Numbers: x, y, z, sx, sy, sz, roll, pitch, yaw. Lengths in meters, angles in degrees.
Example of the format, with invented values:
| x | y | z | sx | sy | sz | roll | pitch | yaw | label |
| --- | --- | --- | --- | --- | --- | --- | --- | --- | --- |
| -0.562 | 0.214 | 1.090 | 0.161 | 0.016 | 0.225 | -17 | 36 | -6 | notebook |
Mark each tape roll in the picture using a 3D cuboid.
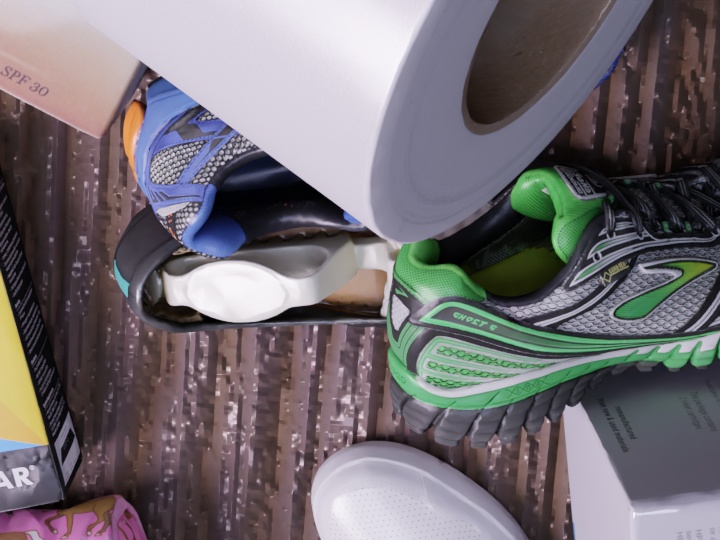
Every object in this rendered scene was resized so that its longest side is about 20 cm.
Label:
| x | y | z | sx | sy | sz | roll | pitch | yaw | label |
| --- | --- | --- | --- | --- | --- | --- | --- | --- | --- |
| 0.014 | -0.129 | 0.954 | 0.139 | 0.202 | 0.203 | 37 | 110 | 18 | tape roll |

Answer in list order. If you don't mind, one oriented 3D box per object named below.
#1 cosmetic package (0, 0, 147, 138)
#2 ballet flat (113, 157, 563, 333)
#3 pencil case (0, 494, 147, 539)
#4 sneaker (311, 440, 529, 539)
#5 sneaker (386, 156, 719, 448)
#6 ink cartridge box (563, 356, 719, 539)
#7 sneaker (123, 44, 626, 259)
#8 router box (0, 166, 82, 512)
| x | y | z | sx | sy | sz | roll | pitch | yaw | label |
| --- | --- | --- | --- | --- | --- | --- | --- | --- | --- |
| -0.089 | -0.165 | 1.045 | 0.103 | 0.087 | 0.201 | 26 | 109 | -4 | cosmetic package |
| 0.000 | 0.000 | 1.108 | 0.199 | 0.068 | 0.068 | -7 | 110 | 7 | ballet flat |
| -0.179 | 0.149 | 1.168 | 0.199 | 0.083 | 0.087 | -10 | 136 | 7 | pencil case |
| 0.049 | 0.165 | 1.139 | 0.074 | 0.116 | 0.200 | -36 | 102 | 17 | sneaker |
| 0.102 | -0.005 | 1.059 | 0.199 | 0.078 | 0.086 | -24 | 134 | -18 | sneaker |
| 0.191 | 0.114 | 1.076 | 0.199 | 0.146 | 0.148 | -7 | 109 | -4 | ink cartridge box |
| 0.009 | -0.053 | 1.071 | 0.199 | 0.079 | 0.075 | -21 | 132 | 8 | sneaker |
| -0.229 | 0.036 | 1.146 | 0.199 | 0.051 | 0.150 | -12 | 107 | 9 | router box |
